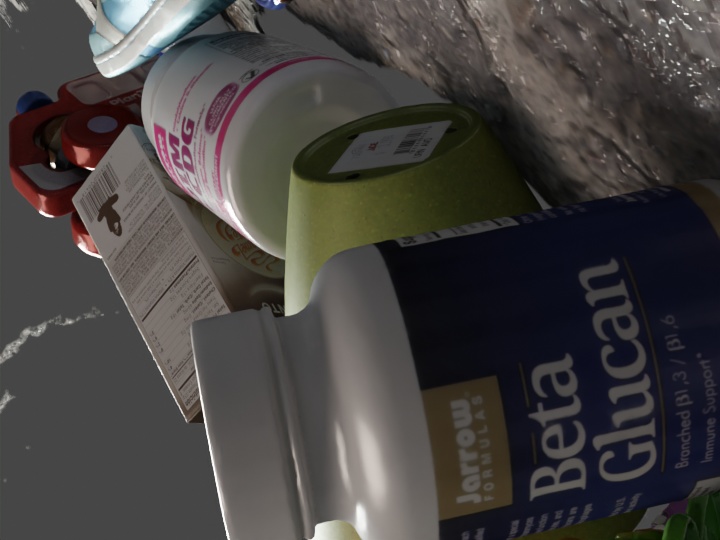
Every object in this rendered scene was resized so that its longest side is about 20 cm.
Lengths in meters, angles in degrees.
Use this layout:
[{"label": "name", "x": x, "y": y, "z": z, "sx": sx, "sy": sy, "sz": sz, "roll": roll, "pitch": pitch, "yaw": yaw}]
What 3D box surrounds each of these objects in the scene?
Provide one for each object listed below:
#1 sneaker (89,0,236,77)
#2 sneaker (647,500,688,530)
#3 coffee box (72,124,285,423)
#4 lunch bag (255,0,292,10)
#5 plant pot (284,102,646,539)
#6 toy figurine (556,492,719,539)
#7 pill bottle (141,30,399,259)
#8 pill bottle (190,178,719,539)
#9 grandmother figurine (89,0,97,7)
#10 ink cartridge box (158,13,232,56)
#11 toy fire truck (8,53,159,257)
[{"label": "sneaker", "x": -0.144, "y": -0.205, "z": 0.815, "sx": 0.131, "sy": 0.079, "sz": 0.200, "roll": 56, "pitch": 148, "yaw": -11}, {"label": "sneaker", "x": 0.175, "y": 0.187, "z": 0.661, "sx": 0.073, "sy": 0.114, "sz": 0.201, "roll": 36, "pitch": 161, "yaw": 51}, {"label": "coffee box", "x": -0.100, "y": 0.005, "z": 0.889, "sx": 0.114, "sy": 0.080, "sz": 0.201, "roll": 10, "pitch": -140, "yaw": -52}, {"label": "lunch bag", "x": -0.051, "y": -0.200, "z": 0.510, "sx": 0.161, "sy": 0.075, "sz": 0.200, "roll": 55, "pitch": 168, "yaw": 2}, {"label": "plant pot", "x": 0.038, "y": 0.027, "z": 0.640, "sx": 0.187, "sy": 0.186, "sz": 0.201, "roll": 32, "pitch": 142, "yaw": 60}, {"label": "toy figurine", "x": 0.048, "y": 0.153, "z": 0.514, "sx": 0.200, "sy": 0.183, "sz": 0.151, "roll": 48, "pitch": -137, "yaw": -59}, {"label": "pill bottle", "x": -0.061, "y": -0.084, "z": 0.788, "sx": 0.114, "sy": 0.113, "sz": 0.200, "roll": 59, "pitch": 168, "yaw": -28}, {"label": "pill bottle", "x": 0.045, "y": 0.039, "z": 0.458, "sx": 0.111, "sy": 0.198, "sz": 0.112, "roll": 169, "pitch": 90, "yaw": -84}, {"label": "grandmother figurine", "x": -0.218, "y": -0.246, "z": 1.092, "sx": 0.200, "sy": 0.061, "sz": 0.121, "roll": 42, "pitch": -168, "yaw": 33}, {"label": "ink cartridge box", "x": -0.129, "y": -0.178, "z": 0.956, "sx": 0.201, "sy": 0.044, "sz": 0.094, "roll": 59, "pitch": 169, "yaw": -29}, {"label": "toy fire truck", "x": -0.208, "y": -0.113, "z": 1.099, "sx": 0.168, "sy": 0.199, "sz": 0.113, "roll": 39, "pitch": 142, "yaw": 37}]
